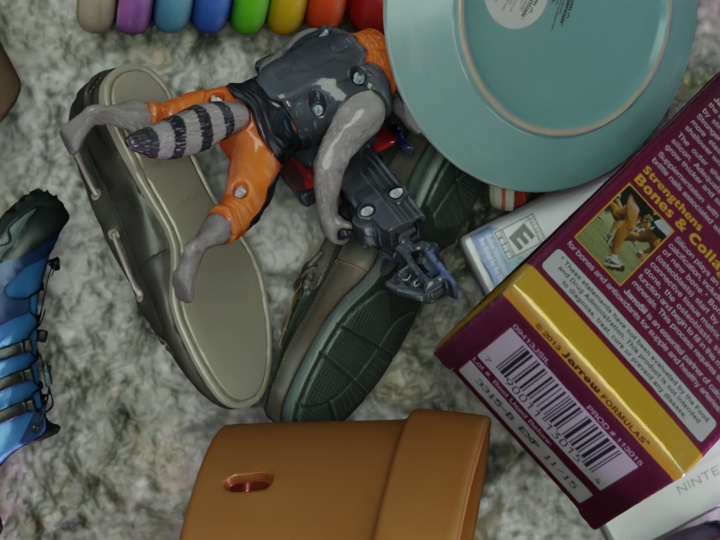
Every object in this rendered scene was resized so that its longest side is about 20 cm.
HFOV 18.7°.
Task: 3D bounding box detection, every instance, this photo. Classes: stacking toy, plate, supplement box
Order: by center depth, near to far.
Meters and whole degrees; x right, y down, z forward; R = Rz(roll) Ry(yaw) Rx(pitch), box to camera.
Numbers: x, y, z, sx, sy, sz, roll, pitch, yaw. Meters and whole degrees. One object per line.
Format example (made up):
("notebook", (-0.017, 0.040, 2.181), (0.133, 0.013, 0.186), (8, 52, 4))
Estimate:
("supplement box", (0.156, 0.013, 1.134), (0.131, 0.103, 0.200), (48, 59, 2))
("plate", (0.104, -0.140, 1.152), (0.199, 0.026, 0.202), (-6, 102, -28))
("stacking toy", (-0.056, -0.165, 1.218), (0.198, 0.085, 0.086), (5, 85, -8))

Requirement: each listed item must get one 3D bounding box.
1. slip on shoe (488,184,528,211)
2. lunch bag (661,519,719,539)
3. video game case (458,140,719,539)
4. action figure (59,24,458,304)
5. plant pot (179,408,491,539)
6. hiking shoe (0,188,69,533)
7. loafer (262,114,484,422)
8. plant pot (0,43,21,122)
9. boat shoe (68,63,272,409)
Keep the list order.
("slip on shoe", (0.129, -0.119, 1.216), (0.061, 0.074, 0.201), (29, 80, 12))
("lunch bag", (0.167, 0.229, 1.142), (0.126, 0.170, 0.201), (22, 85, 1))
("video game case", (0.179, 0.031, 1.232), (0.181, 0.022, 0.201), (-27, 87, -4))
("action figure", (-0.030, -0.062, 1.146), (0.193, 0.105, 0.200), (-30, 55, -24))
("plant pot", (-0.018, 0.160, 1.135), (0.139, 0.200, 0.202), (12, 85, 7))
("hiking shoe", (-0.197, 0.054, 1.200), (0.086, 0.074, 0.201), (26, 95, -7))
("loafer", (0.000, 0.000, 1.216), (0.063, 0.072, 0.201), (26, 80, 34))
("plant pot", (-0.279, -0.122, 1.163), (0.200, 0.200, 0.175), (-44, 107, -4))
("boat shoe", (-0.106, -0.016, 1.217), (0.067, 0.057, 0.201), (-21, 90, -39))
